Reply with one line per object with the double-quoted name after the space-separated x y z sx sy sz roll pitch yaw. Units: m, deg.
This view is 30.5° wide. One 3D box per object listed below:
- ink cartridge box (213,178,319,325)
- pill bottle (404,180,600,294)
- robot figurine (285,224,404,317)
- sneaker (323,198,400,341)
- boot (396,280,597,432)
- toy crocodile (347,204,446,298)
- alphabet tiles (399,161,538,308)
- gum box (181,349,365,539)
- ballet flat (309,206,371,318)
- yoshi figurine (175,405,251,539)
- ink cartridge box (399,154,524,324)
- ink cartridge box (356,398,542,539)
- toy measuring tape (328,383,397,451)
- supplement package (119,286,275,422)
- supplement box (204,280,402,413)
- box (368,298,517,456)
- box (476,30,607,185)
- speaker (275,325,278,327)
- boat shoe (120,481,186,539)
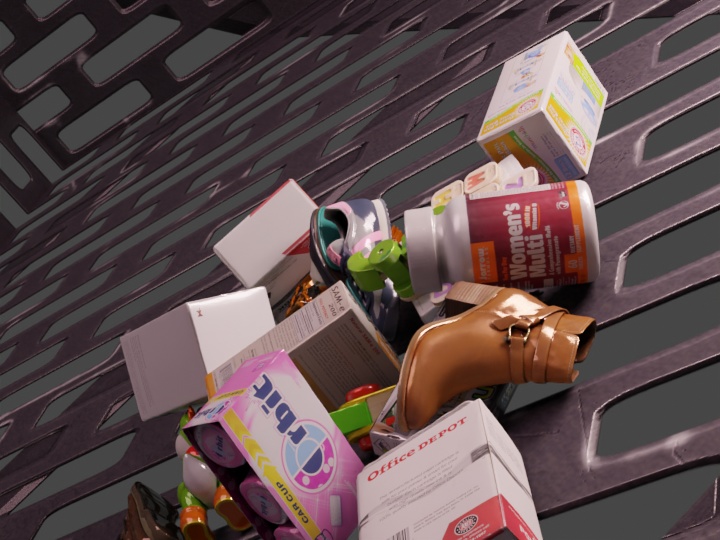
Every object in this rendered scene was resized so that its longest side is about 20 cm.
-0.105 -0.021 1.838 0.144 0.084 0.200 -42 -18 -4 "ink cartridge box"
0.150 -0.031 1.410 0.198 0.110 0.110 -7 26 5 "pill bottle"
-0.025 0.021 1.775 0.199 0.058 0.145 -34 21 30 "robot figurine"
0.000 0.000 1.616 0.070 0.081 0.201 108 157 -51 "sneaker"
0.132 0.095 1.285 0.154 0.077 0.200 15 41 24 "boot"
0.073 -0.029 1.517 0.199 0.068 0.062 -30 34 24 "toy crocodile"
0.125 -0.045 1.553 0.195 0.015 0.201 -28 36 26 "alphabet tiles"
-0.073 0.196 1.324 0.066 0.201 0.114 -19 21 45 "gum box"
-0.028 0.016 1.671 0.073 0.201 0.073 -23 -23 -10 "ballet flat"
-0.173 0.248 1.571 0.201 0.111 0.113 -110 36 -55 "yoshi figurine"
0.138 -0.032 1.585 0.199 0.050 0.163 -37 32 7 "ink cartridge box"
0.077 0.225 1.154 0.146 0.083 0.200 -34 22 14 "ink cartridge box"
0.047 0.146 1.421 0.198 0.074 0.074 -20 24 7 "toy measuring tape"
-0.199 0.107 1.658 0.116 0.118 0.199 -11 -8 -36 "supplement package"
-0.063 0.125 1.523 0.199 0.126 0.074 -34 29 5 "supplement box"
0.100 0.114 1.343 0.109 0.035 0.201 11 47 26 "box"
0.237 -0.198 1.702 0.101 0.113 0.201 -24 26 34 "box"
-0.103 0.114 1.699 0.199 0.089 0.089 -11 35 53 "speaker"
-0.259 0.312 1.583 0.068 0.072 0.200 -55 13 -1 "boat shoe"
